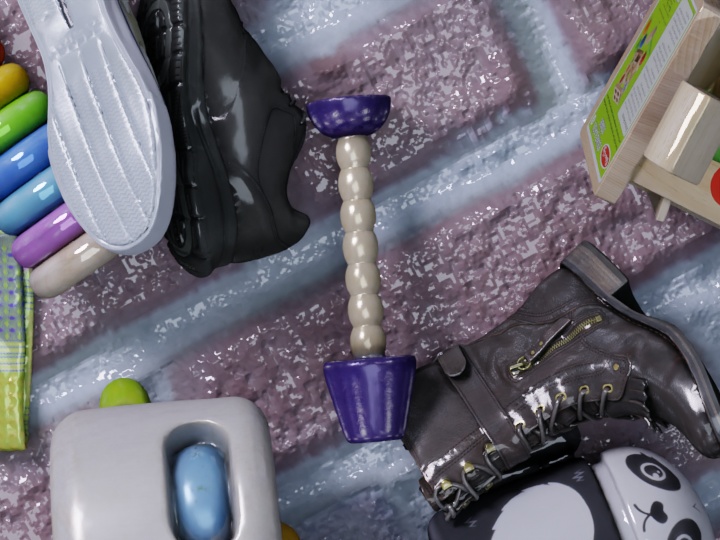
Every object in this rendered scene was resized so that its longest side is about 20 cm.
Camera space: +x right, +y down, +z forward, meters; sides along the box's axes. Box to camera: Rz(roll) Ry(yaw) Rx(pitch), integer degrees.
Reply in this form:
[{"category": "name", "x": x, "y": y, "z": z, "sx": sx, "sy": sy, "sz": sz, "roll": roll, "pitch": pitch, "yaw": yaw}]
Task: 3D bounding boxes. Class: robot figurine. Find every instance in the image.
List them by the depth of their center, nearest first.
[{"category": "robot figurine", "x": 0.115, "y": 0.182, "z": 1.394, "sx": 0.198, "sy": 0.125, "sz": 0.151, "roll": -20, "pitch": 113, "yaw": 0}]

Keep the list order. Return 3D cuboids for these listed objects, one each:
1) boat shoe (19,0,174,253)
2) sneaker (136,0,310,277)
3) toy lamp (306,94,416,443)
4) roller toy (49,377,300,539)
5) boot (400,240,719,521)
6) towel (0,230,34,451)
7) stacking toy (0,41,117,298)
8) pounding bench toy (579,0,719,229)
[{"category": "boat shoe", "x": -0.140, "y": -0.104, "z": 1.314, "sx": 0.072, "sy": 0.062, "sz": 0.202, "roll": -22, "pitch": 74, "yaw": 21}, {"category": "sneaker", "x": -0.078, "y": -0.100, "z": 1.367, "sx": 0.090, "sy": 0.076, "sz": 0.202, "roll": -8, "pitch": 96, "yaw": -24}, {"category": "toy lamp", "x": 0.000, "y": 0.000, "z": 1.371, "sx": 0.058, "sy": 0.058, "sz": 0.202, "roll": -6, "pitch": 87, "yaw": -3}, {"category": "roller toy", "x": -0.102, "y": 0.170, "z": 1.347, "sx": 0.138, "sy": 0.182, "sz": 0.202, "roll": -5, "pitch": 100, "yaw": -4}, {"category": "boot", "x": 0.112, "y": 0.088, "z": 1.364, "sx": 0.174, "sy": 0.200, "sz": 0.069, "roll": -38, "pitch": 134, "yaw": -2}, {"category": "towel", "x": -0.295, "y": 0.040, "z": 1.393, "sx": 0.198, "sy": 0.023, "sz": 0.145, "roll": 2, "pitch": 99, "yaw": -4}, {"category": "stacking toy", "x": -0.206, "y": -0.087, "z": 1.353, "sx": 0.085, "sy": 0.085, "sz": 0.201, "roll": -34, "pitch": 96, "yaw": 2}, {"category": "pounding bench toy", "x": 0.226, "y": -0.067, "z": 1.313, "sx": 0.155, "sy": 0.200, "sz": 0.125, "roll": 27, "pitch": 108, "yaw": -8}]
